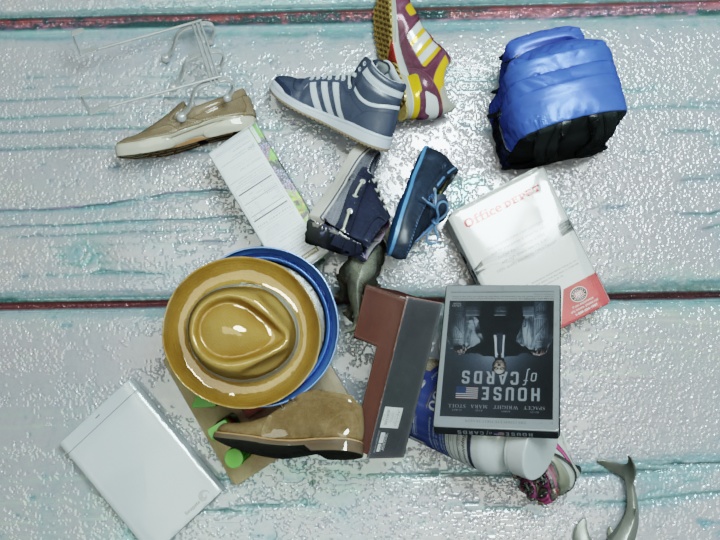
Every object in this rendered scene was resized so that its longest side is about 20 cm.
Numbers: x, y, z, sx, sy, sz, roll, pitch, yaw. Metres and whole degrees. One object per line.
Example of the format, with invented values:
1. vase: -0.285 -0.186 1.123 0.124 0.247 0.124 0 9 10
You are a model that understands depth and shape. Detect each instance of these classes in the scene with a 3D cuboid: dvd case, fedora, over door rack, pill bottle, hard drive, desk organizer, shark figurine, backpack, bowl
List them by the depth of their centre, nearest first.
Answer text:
1. fedora: -0.145 0.075 1.102 0.197 0.082 0.205 0 86 -4
2. dvd case: 0.170 0.107 1.114 0.148 0.025 0.202 0 54 14
3. desk organizer: 0.030 0.126 1.146 0.076 0.071 0.203 17 94 44
4. pill bottle: 0.146 0.190 1.156 0.198 0.110 0.113 17 87 40
5. bowl: -0.126 0.071 1.166 0.197 0.039 0.205 0 86 -4
6. backpack: 0.244 -0.225 1.177 0.160 0.200 0.171 -17 87 1
7. shark figurine: 0.334 0.360 1.203 0.127 0.090 0.216 33 90 1
8. over door rack: -0.279 -0.265 1.217 0.197 0.067 0.149 -9 49 -16
9. hard drive: -0.300 0.269 1.249 0.132 0.027 0.200 -41 87 -1

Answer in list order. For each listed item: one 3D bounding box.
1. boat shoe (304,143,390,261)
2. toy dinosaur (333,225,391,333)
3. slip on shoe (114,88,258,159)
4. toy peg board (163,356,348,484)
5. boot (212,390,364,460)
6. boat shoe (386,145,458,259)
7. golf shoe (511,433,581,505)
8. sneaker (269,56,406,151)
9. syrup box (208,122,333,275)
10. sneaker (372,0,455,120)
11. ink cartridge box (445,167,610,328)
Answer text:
1. boat shoe: 0.006 -0.091 1.200 0.092 0.075 0.201 23 51 10
2. toy dinosaur: 0.000 0.000 1.205 0.076 0.200 0.103 26 132 11
3. slip on shoe: -0.241 -0.199 1.248 0.197 0.076 0.062 -15 92 -3
4. toy peg board: -0.140 0.154 1.217 0.197 0.098 0.202 -31 87 0
5. boot: -0.088 0.192 1.130 0.196 0.074 0.077 -3 67 16
6. boat shoe: 0.089 -0.091 1.194 0.068 0.084 0.202 24 54 -2
7. golf shoe: 0.221 0.211 1.229 0.091 0.073 0.202 -18 73 -40
8. sneaker: -0.027 -0.248 1.219 0.198 0.070 0.110 29 111 21
9. syrup box: -0.119 -0.089 1.238 0.081 0.079 0.202 -32 87 -1
10. sneaker: 0.076 -0.305 1.257 0.089 0.075 0.204 -6 83 -20
11. ink cartridge box: 0.220 -0.014 1.224 0.145 0.083 0.202 -26 87 0
